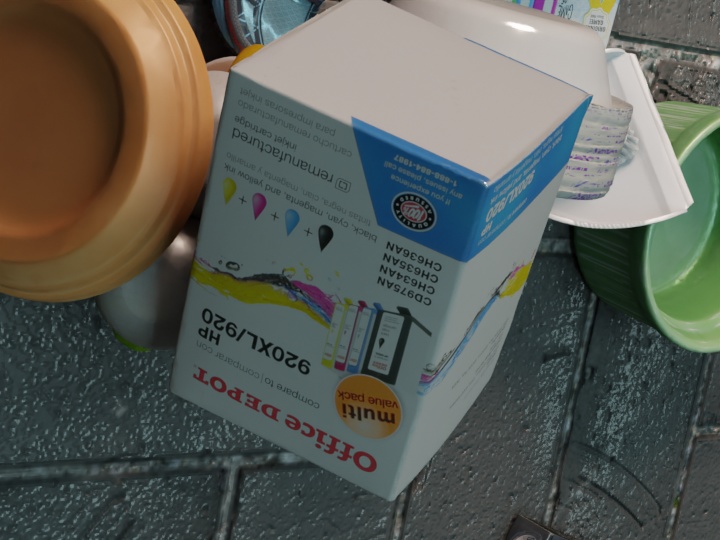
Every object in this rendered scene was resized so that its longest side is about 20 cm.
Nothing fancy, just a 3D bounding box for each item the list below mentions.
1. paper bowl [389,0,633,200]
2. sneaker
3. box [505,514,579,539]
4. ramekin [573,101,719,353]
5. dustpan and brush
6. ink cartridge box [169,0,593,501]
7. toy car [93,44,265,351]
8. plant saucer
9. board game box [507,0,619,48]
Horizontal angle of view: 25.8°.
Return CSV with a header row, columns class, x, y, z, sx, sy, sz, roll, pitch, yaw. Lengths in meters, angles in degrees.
class,x,y,z,sx,sy,sz,roll,pitch,yaw
paper bowl,0.081,-0.125,1.037,0.200,0.200,0.105,4,108,-38
sneaker,-0.030,-0.220,0.991,0.079,0.095,0.201,16,95,-39
box,0.175,0.315,1.364,0.200,0.043,0.161,29,87,-40
ramekin,0.267,-0.042,1.279,0.199,0.098,0.201,-13,113,-34
dustpan and brush,0.131,-0.078,1.169,0.199,0.140,0.057,-21,167,7
ink cartridge box,0.007,-0.014,0.838,0.145,0.147,0.201,-42,153,-53
toy car,-0.127,-0.055,0.948,0.149,0.175,0.201,22,100,-3
plant saucer,-0.177,-0.082,0.865,0.037,0.199,0.201,-8,113,-69
board game box,0.117,-0.245,1.137,0.199,0.034,0.135,8,100,-39
